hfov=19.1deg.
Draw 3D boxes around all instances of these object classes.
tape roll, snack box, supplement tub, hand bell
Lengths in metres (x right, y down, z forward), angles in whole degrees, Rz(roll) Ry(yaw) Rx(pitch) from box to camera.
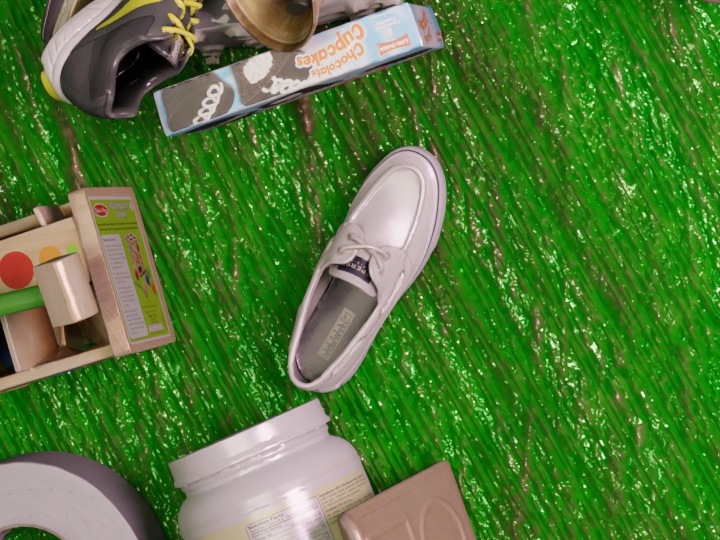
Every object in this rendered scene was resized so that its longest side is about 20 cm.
[{"bbox_3d":[-0.248,0.243,1.656,0.198,0.066,0.202,0,92,12],"label":"tape roll"},{"bbox_3d":[-0.043,-0.148,1.572,0.199,0.116,0.037,-18,93,12],"label":"snack box"},{"bbox_3d":[-0.048,0.210,1.575,0.144,0.145,0.201,-24,88,11],"label":"supplement tub"},{"bbox_3d":[-0.001,-0.247,1.537,0.200,0.104,0.104,-35,84,-33],"label":"hand bell"}]

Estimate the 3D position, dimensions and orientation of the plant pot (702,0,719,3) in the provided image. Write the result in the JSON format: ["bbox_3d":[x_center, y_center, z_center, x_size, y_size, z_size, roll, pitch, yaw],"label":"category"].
[{"bbox_3d":[0.241,-0.317,1.491,0.175,0.200,0.201,44,100,25],"label":"plant pot"}]

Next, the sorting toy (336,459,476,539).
[{"bbox_3d":[0.049,0.244,1.531,0.036,0.200,0.186,-20,89,24],"label":"sorting toy"}]

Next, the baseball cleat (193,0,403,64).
[{"bbox_3d":[-0.063,-0.222,1.606,0.198,0.070,0.107,-11,83,2],"label":"baseball cleat"}]

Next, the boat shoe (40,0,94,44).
[{"bbox_3d":[-0.204,-0.261,1.625,0.064,0.072,0.201,20,91,18],"label":"boat shoe"}]

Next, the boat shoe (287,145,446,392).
[{"bbox_3d":[0.000,0.000,1.596,0.072,0.066,0.201,32,98,8],"label":"boat shoe"}]

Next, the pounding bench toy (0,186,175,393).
[{"bbox_3d":[-0.249,0.021,1.578,0.155,0.200,0.125,-17,89,10],"label":"pounding bench toy"}]

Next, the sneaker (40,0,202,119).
[{"bbox_3d":[-0.138,-0.185,1.538,0.200,0.074,0.085,-50,52,-1],"label":"sneaker"}]
